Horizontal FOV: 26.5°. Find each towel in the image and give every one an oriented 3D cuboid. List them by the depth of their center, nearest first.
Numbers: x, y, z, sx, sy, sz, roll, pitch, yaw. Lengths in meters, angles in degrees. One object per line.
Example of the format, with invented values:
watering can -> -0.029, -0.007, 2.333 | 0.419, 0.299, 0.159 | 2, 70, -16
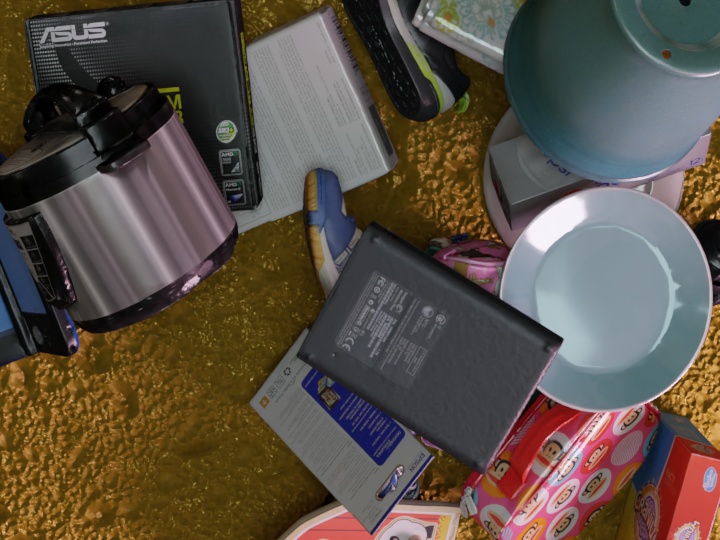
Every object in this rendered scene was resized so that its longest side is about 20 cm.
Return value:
towel -> 0.163, -0.254, 1.401 | 0.198, 0.048, 0.173 | 26, 74, -5

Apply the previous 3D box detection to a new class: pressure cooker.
pressure cooker -> -0.219, -0.070, 1.320 | 0.174, 0.179, 0.202 | -20, 110, 21

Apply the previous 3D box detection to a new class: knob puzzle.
knob puzzle -> -0.009, 0.303, 1.482 | 0.216, 0.031, 0.222 | -6, 121, -10

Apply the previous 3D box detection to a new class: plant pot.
plant pot -> 0.239, -0.196, 1.281 | 0.197, 0.188, 0.203 | 2, 77, -10

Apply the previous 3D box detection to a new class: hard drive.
hard drive -> 0.060, 0.069, 1.345 | 0.199, 0.033, 0.141 | 32, 105, 7

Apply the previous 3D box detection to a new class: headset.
headset -> 0.324, -0.015, 1.454 | 0.094, 0.124, 0.200 | 44, 80, 10

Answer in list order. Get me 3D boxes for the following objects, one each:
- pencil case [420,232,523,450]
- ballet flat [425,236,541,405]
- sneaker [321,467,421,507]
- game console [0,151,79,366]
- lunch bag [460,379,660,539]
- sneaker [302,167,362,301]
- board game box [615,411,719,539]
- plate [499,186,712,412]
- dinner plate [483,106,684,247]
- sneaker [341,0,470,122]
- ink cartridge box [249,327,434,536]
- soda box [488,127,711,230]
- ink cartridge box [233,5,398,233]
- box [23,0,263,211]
pencil case -> 0.100, 0.072, 1.410 | 0.086, 0.082, 0.203 | 18, 114, 34
ballet flat -> 0.137, 0.040, 1.477 | 0.064, 0.075, 0.201 | -40, 100, -28
sneaker -> 0.026, 0.200, 1.497 | 0.084, 0.077, 0.202 | 20, 107, -13
game console -> -0.366, 0.003, 1.416 | 0.117, 0.170, 0.202 | -26, 102, -25
lunch bag -> 0.188, 0.177, 1.442 | 0.200, 0.176, 0.082 | -49, 59, 2
sneaker -> 0.000, 0.000, 1.416 | 0.087, 0.075, 0.203 | -13, 95, -3
board game box -> 0.291, 0.253, 1.474 | 0.040, 0.153, 0.203 | 13, 98, -5
plate -> 0.218, 0.025, 1.367 | 0.197, 0.026, 0.203 | -1, 94, -7
dinner plate -> 0.217, -0.089, 1.475 | 0.197, 0.024, 0.203 | -1, 101, -4
sneaker -> 0.044, -0.236, 1.429 | 0.082, 0.071, 0.202 | -27, 100, -28
ink cartridge box -> -0.015, 0.151, 1.436 | 0.095, 0.200, 0.037 | -52, 143, 7
soda box -> 0.220, -0.107, 1.416 | 0.198, 0.068, 0.064 | -19, 69, 1
ink cartridge box -> -0.085, -0.136, 1.449 | 0.198, 0.057, 0.164 | -21, 101, 21
box -> -0.197, -0.147, 1.411 | 0.197, 0.048, 0.196 | -4, 107, 6
